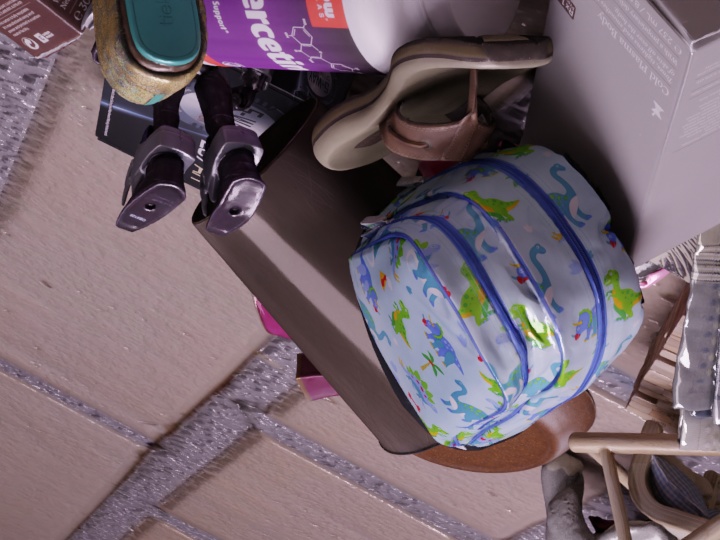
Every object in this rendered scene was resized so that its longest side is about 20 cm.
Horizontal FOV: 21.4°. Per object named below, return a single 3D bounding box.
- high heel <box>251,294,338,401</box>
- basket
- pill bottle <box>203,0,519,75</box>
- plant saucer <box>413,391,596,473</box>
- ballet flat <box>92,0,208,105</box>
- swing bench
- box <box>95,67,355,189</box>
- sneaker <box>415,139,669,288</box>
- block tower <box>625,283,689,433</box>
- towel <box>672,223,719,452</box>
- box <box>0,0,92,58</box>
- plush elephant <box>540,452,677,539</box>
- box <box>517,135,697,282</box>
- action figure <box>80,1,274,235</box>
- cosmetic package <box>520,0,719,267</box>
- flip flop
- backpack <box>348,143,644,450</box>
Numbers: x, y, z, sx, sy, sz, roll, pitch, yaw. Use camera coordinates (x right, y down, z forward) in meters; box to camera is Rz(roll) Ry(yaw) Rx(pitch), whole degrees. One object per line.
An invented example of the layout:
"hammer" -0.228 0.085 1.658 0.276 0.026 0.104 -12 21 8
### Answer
"high heel" -0.026 0.033 1.563 0.095 0.068 0.201 -13 141 12
"basket" 0.000 0.000 1.214 0.200 0.136 0.180 46 164 -14
"pill bottle" -0.015 -0.166 1.047 0.199 0.113 0.113 7 150 36
"plant saucer" 0.093 0.122 1.565 0.198 0.037 0.201 8 152 4
"ballet flat" -0.119 -0.181 1.020 0.070 0.202 0.071 -5 160 -2
"swing bench" 0.282 0.175 1.365 0.199 0.131 0.199 -19 152 18
"box" -0.098 -0.115 1.317 0.159 0.044 0.200 27 156 -2
"sneaker" 0.119 -0.041 1.234 0.199 0.079 0.096 7 139 33
"block tower" 0.235 0.051 1.314 0.057 0.054 0.200 23 156 3
"towel" 0.282 0.037 1.093 0.198 0.035 0.194 4 118 7
"box" -0.237 -0.232 1.151 0.199 0.101 0.075 36 154 -25
"plush elephant" 0.240 0.246 1.599 0.154 0.201 0.165 -25 121 37
"box" 0.194 -0.046 1.139 0.199 0.069 0.082 28 156 -5
"action figure" -0.105 -0.119 1.146 0.129 0.201 0.069 12 144 -22
"cosmetic package" 0.152 -0.102 0.977 0.107 0.090 0.201 53 156 27
"flip flop" 0.037 -0.079 1.004 0.080 0.058 0.200 -4 167 -31
"backpack" 0.072 0.014 1.038 0.200 0.153 0.164 -27 86 53
